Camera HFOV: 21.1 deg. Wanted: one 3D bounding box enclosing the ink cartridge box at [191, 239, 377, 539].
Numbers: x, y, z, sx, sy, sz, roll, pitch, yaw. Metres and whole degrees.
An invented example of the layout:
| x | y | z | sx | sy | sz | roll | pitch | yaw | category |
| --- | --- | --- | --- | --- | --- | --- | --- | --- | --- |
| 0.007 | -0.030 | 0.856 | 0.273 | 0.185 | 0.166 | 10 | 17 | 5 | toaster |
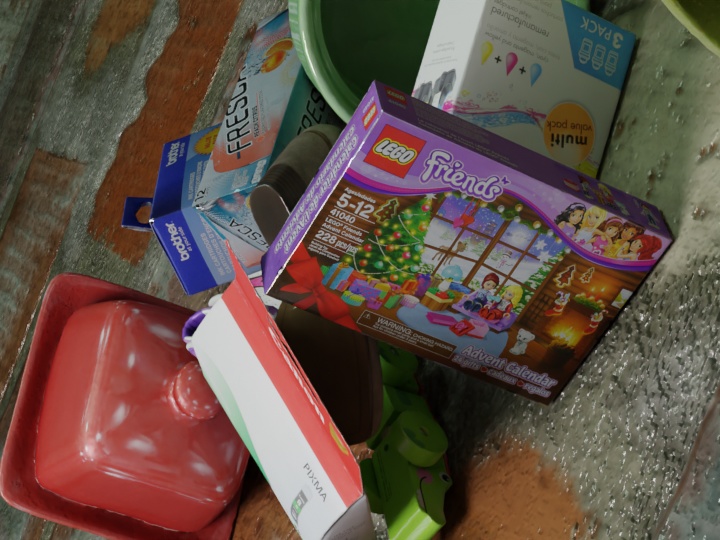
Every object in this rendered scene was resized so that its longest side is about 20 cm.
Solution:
| x | y | z | sx | sy | sz | roll | pitch | yaw | category |
| --- | --- | --- | --- | --- | --- | --- | --- | --- | --- |
| -0.051 | 0.089 | 1.178 | 0.161 | 0.050 | 0.200 | 58 | 174 | 19 | ink cartridge box |

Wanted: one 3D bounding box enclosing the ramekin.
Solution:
| x | y | z | sx | sy | sz | roll | pitch | yaw | category |
| --- | --- | --- | --- | --- | --- | --- | --- | --- | --- |
| 0.046 | -0.179 | 1.306 | 0.201 | 0.199 | 0.098 | -67 | 17 | 4 | ramekin |

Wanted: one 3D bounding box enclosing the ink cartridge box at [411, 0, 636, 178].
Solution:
| x | y | z | sx | sy | sz | roll | pitch | yaw | category |
| --- | --- | --- | --- | --- | --- | --- | --- | --- | --- |
| 0.088 | -0.074 | 1.220 | 0.068 | 0.115 | 0.201 | 0 | 72 | 64 | ink cartridge box |

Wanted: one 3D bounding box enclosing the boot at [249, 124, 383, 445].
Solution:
| x | y | z | sx | sy | sz | roll | pitch | yaw | category |
| --- | --- | --- | --- | --- | --- | --- | --- | --- | --- |
| 0.000 | 0.000 | 1.271 | 0.070 | 0.146 | 0.201 | -15 | 95 | 33 | boot |

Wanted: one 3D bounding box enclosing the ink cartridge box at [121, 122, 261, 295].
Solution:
| x | y | z | sx | sy | sz | roll | pitch | yaw | category |
| --- | --- | --- | --- | --- | --- | --- | --- | --- | --- |
| -0.081 | -0.061 | 1.468 | 0.199 | 0.077 | 0.137 | -21 | 27 | 10 | ink cartridge box |

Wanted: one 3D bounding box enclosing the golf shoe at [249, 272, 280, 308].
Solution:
| x | y | z | sx | sy | sz | roll | pitch | yaw | category |
| --- | --- | --- | --- | --- | --- | --- | --- | --- | --- |
| -0.036 | 0.001 | 1.505 | 0.200 | 0.072 | 0.092 | 17 | 128 | 55 | golf shoe |

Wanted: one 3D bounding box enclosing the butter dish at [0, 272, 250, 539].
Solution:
| x | y | z | sx | sy | sz | roll | pitch | yaw | category |
| --- | --- | --- | --- | --- | --- | --- | --- | --- | --- |
| -0.150 | 0.104 | 1.479 | 0.148 | 0.199 | 0.200 | -25 | 49 | 57 | butter dish |

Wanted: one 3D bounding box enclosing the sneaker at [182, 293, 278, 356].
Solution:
| x | y | z | sx | sy | sz | roll | pitch | yaw | category |
| --- | --- | --- | --- | --- | --- | --- | --- | --- | --- |
| -0.075 | 0.065 | 1.407 | 0.201 | 0.114 | 0.073 | 112 | -178 | -67 | sneaker |

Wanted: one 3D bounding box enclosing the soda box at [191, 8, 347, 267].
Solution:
| x | y | z | sx | sy | sz | roll | pitch | yaw | category |
| --- | --- | --- | --- | --- | --- | --- | --- | --- | --- |
| -0.052 | -0.100 | 1.357 | 0.063 | 0.068 | 0.200 | -17 | 39 | 31 | soda box |

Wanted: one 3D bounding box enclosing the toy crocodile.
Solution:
| x | y | z | sx | sy | sz | roll | pitch | yaw | category |
| --- | --- | --- | --- | --- | --- | --- | --- | --- | --- |
| 0.026 | 0.105 | 1.287 | 0.068 | 0.062 | 0.200 | -55 | 32 | 28 | toy crocodile |

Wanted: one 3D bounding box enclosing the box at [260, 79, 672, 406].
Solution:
| x | y | z | sx | sy | sz | roll | pitch | yaw | category |
| --- | --- | --- | --- | --- | --- | --- | --- | --- | --- |
| 0.060 | -0.011 | 1.119 | 0.137 | 0.199 | 0.039 | -57 | 25 | 26 | box |

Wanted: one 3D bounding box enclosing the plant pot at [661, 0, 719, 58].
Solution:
| x | y | z | sx | sy | sz | roll | pitch | yaw | category |
| --- | --- | --- | --- | --- | --- | --- | --- | --- | --- |
| 0.262 | -0.175 | 0.875 | 0.190 | 0.200 | 0.200 | -57 | 23 | -6 | plant pot |
